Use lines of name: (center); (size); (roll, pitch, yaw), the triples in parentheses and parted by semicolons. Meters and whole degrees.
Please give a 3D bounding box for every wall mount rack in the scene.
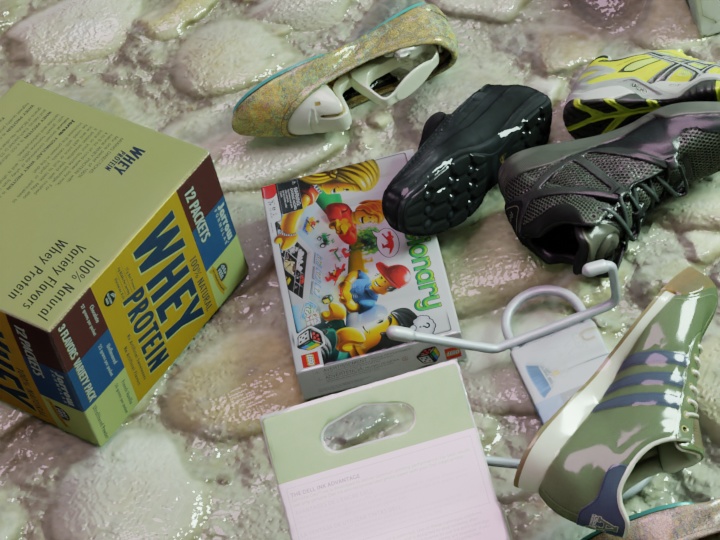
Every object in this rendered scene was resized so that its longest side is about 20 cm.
wall mount rack: (0.122, 0.076, 1.589); (0.173, 0.075, 0.201); (-20, 49, -4)

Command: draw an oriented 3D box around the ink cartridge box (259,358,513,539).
ink cartridge box: (0.026, 0.176, 1.499); (0.144, 0.048, 0.201); (-16, 69, 1)

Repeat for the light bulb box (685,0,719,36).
light bulb box: (0.337, -0.323, 1.858); (0.197, 0.125, 0.201); (-16, 48, 1)

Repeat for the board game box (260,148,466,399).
board game box: (0.000, 0.000, 1.721); (0.125, 0.035, 0.201); (-14, 47, 1)

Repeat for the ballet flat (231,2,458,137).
ballet flat: (-0.008, -0.150, 1.842); (0.199, 0.071, 0.071); (-29, 48, -11)

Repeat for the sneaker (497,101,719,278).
sneaker: (0.207, -0.056, 1.689); (0.198, 0.076, 0.115); (-15, 48, 6)

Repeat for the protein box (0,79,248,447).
protein box: (-0.230, -0.009, 1.723); (0.199, 0.135, 0.199); (21, 56, 31)

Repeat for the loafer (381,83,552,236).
loafer: (0.073, -0.087, 1.739); (0.070, 0.068, 0.200); (22, 40, 28)

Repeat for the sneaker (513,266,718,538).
sneaker: (0.193, 0.093, 1.485); (0.090, 0.067, 0.200); (35, 65, 20)

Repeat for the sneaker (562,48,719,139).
sneaker: (0.258, -0.141, 1.750); (0.198, 0.076, 0.077); (3, 50, 16)

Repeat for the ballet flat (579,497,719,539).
ballet flat: (0.233, 0.181, 1.475); (0.199, 0.068, 0.068); (-20, 54, 0)
